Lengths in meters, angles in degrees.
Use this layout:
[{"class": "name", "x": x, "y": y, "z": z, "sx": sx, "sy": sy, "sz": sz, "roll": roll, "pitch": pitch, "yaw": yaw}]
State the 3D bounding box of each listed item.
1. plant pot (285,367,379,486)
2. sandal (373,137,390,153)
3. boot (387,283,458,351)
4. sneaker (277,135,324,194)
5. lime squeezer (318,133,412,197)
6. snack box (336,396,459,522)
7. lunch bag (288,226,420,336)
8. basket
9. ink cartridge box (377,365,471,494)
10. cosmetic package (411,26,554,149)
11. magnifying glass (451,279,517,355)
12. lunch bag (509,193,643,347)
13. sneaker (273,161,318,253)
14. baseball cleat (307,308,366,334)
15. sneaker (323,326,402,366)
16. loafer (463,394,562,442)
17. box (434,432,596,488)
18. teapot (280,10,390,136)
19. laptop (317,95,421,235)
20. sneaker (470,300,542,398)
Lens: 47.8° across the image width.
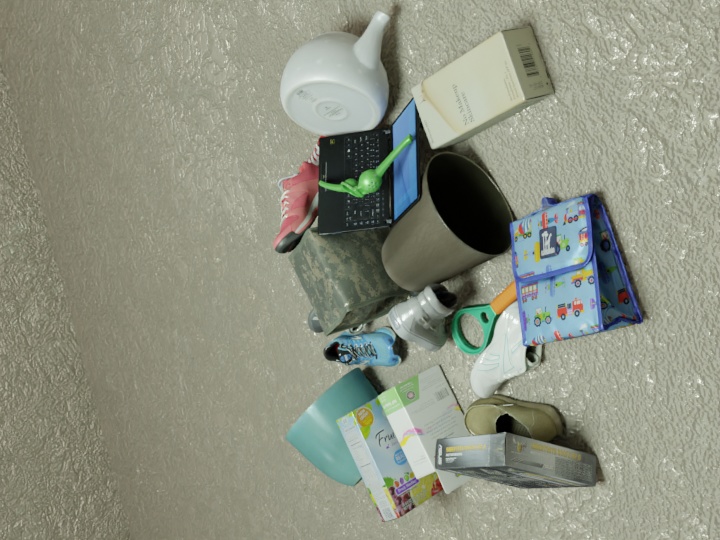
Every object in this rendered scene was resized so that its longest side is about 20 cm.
[{"class": "plant pot", "x": -0.021, "y": 0.318, "z": 1.589, "sx": 0.161, "sy": 0.200, "sz": 0.201, "roll": 45, "pitch": 137, "yaw": 12}, {"class": "sandal", "x": 0.011, "y": -0.163, "z": 1.444, "sx": 0.055, "sy": 0.082, "sz": 0.200, "roll": 46, "pitch": 134, "yaw": -5}, {"class": "boot", "x": 0.126, "y": 0.076, "z": 1.338, "sx": 0.095, "sy": 0.199, "sz": 0.074, "roll": -35, "pitch": 69, "yaw": 17}, {"class": "sneaker", "x": -0.087, "y": -0.189, "z": 1.508, "sx": 0.071, "sy": 0.111, "sz": 0.202, "roll": 43, "pitch": 135, "yaw": 30}, {"class": "lime squeezer", "x": -0.002, "y": -0.147, "z": 1.271, "sx": 0.198, "sy": 0.037, "sz": 0.072, "roll": -22, "pitch": 62, "yaw": 39}, {"class": "snack box", "x": 0.071, "y": 0.326, "z": 1.488, "sx": 0.068, "sy": 0.167, "sz": 0.202, "roll": -39, "pitch": 76, "yaw": 50}, {"class": "lunch bag", "x": 0.000, "y": 0.000, "z": 1.413, "sx": 0.166, "sy": 0.198, "sz": 0.118, "roll": 62, "pitch": 142, "yaw": 17}, {"class": "basket", "x": 0.125, "y": -0.057, "z": 1.290, "sx": 0.182, "sy": 0.135, "sz": 0.200, "roll": 55, "pitch": 145, "yaw": 9}, {"class": "ink cartridge box", "x": 0.128, "y": 0.286, "z": 1.440, "sx": 0.067, "sy": 0.116, "sz": 0.203, "roll": -38, "pitch": 74, "yaw": 52}, {"class": "cosmetic package", "x": 0.173, "y": -0.262, "z": 1.184, "sx": 0.199, "sy": 0.072, "sz": 0.105, "roll": -22, "pitch": 88, "yaw": 52}, {"class": "magnifying glass", "x": 0.209, "y": 0.072, "z": 1.325, "sx": 0.080, "sy": 0.022, "sz": 0.200, "roll": 58, "pitch": 140, "yaw": 17}, {"class": "lunch bag", "x": 0.292, "y": -0.007, "z": 1.151, "sx": 0.150, "sy": 0.093, "sz": 0.204, "roll": -22, "pitch": 75, "yaw": 54}, {"class": "sneaker", "x": -0.114, "y": -0.112, "z": 1.419, "sx": 0.086, "sy": 0.201, "sz": 0.074, "roll": 35, "pitch": 143, "yaw": -5}, {"class": "baseball cleat", "x": -0.045, "y": 0.093, "z": 1.602, "sx": 0.200, "sy": 0.069, "sz": 0.108, "roll": -53, "pitch": 49, "yaw": 48}, {"class": "sneaker", "x": 0.002, "y": 0.160, "z": 1.566, "sx": 0.198, "sy": 0.089, "sz": 0.080, "roll": -9, "pitch": 99, "yaw": 52}, {"class": "loafer", "x": 0.235, "y": 0.249, "z": 1.331, "sx": 0.199, "sy": 0.067, "sz": 0.077, "roll": -14, "pitch": 94, "yaw": 52}, {"class": "box", "x": 0.237, "y": 0.294, "z": 1.247, "sx": 0.158, "sy": 0.198, "sz": 0.049, "roll": -23, "pitch": 54, "yaw": 53}, {"class": "teapot", "x": -0.040, "y": -0.327, "z": 1.365, "sx": 0.198, "sy": 0.196, "sz": 0.149, "roll": 69, "pitch": -154, "yaw": -64}, {"class": "laptop", "x": 0.010, "y": -0.166, "z": 1.298, "sx": 0.196, "sy": 0.103, "sz": 0.181, "roll": -5, "pitch": 70, "yaw": 16}, {"class": "sneaker", "x": 0.234, "y": 0.142, "z": 1.285, "sx": 0.080, "sy": 0.070, "sz": 0.202, "roll": 43, "pitch": 135, "yaw": 27}]
